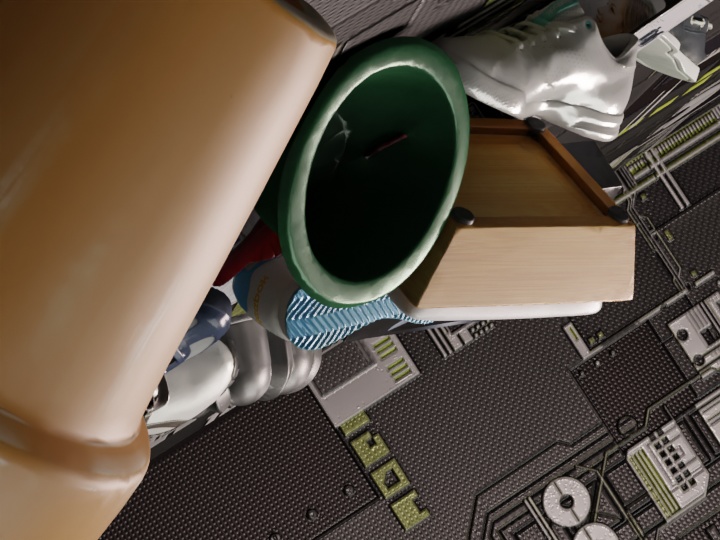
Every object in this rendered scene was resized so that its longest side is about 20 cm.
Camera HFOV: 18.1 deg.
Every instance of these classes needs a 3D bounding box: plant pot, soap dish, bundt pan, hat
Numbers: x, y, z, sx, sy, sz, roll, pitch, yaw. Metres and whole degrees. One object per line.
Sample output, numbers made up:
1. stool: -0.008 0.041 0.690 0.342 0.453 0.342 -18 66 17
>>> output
1. plant pot: -0.110 -0.035 0.637 0.183 0.200 0.200 -49 173 8
2. soap dish: 0.082 -0.041 1.565 0.199 0.158 0.081 -1 130 -38
3. bundt pan: -0.123 0.082 1.903 0.201 0.076 0.202 -15 178 -1
4. hat: -0.051 -0.074 1.456 0.165 0.176 0.201 22 91 -50

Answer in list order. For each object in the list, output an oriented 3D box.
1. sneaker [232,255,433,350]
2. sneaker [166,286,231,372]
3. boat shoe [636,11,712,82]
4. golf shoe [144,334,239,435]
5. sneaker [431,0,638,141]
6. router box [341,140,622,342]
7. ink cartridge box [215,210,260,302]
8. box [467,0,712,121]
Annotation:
1. sneaker: 0.000 0.000 1.621 0.199 0.081 0.077 -11 117 -42
2. sneaker: -0.175 0.079 1.593 0.199 0.082 0.070 -26 136 16
3. boat shoe: 0.245 -0.209 1.873 0.200 0.075 0.061 22 87 -73
4. golf shoe: -0.183 0.099 1.718 0.199 0.078 0.094 -19 -174 -9
5. sneaker: 0.119 -0.150 1.542 0.199 0.075 0.089 8 110 -49
6. router box: 0.085 -0.023 1.759 0.199 0.052 0.158 -8 144 -32
7. ink cartridge box: -0.096 -0.013 1.683 0.196 0.043 0.200 -39 175 36
8. box: 0.161 -0.172 1.669 0.200 0.060 0.117 -34 175 14
